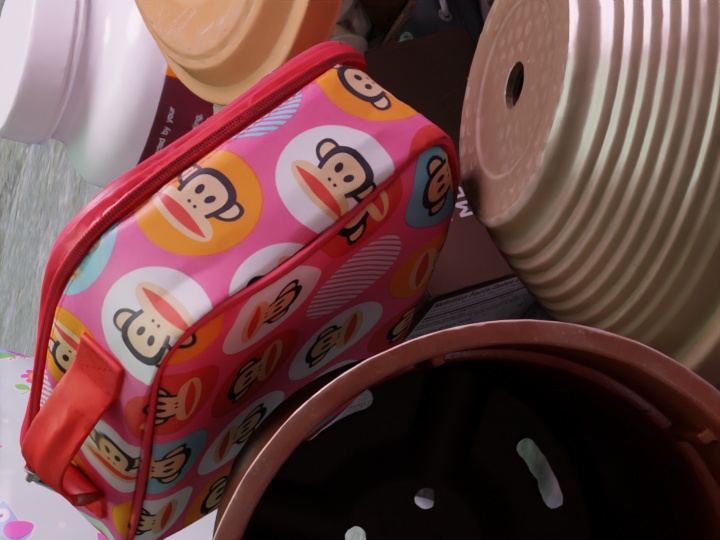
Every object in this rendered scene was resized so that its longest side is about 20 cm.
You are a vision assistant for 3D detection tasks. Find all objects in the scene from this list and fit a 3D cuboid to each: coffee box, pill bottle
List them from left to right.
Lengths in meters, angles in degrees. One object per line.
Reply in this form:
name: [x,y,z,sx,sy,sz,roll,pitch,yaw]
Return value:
pill bottle: [-0.070,-0.085,1.368,0.113,0.200,0.113,-169,90,-72]
coffee box: [0.000,0.000,1.237,0.114,0.080,0.200,62,148,18]

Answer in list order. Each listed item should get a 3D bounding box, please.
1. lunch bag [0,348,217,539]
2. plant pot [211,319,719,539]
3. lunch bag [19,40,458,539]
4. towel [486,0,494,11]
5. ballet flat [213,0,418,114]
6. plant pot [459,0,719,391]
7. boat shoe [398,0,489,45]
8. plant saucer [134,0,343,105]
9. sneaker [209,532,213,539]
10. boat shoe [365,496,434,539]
lunch bag: [-0.123,0.139,1.436,0.200,0.170,0.122,-110,37,-64]
plant pot: [0.032,0.110,0.979,0.195,0.201,0.201,-163,85,-80]
lunch bag: [-0.056,0.023,1.062,0.176,0.082,0.200,-38,-17,-28]
towel: [0.098,-0.169,1.176,0.148,0.036,0.200,-101,28,-52]
ballet flat: [-0.005,-0.123,1.211,0.200,0.068,0.067,-56,-4,16]
plant pot: [0.096,-0.056,1.021,0.201,0.093,0.201,-169,90,-71]
boat shoe: [0.026,-0.105,1.311,0.073,0.062,0.200,124,152,-50]
plant saucer: [-0.059,-0.167,1.191,0.200,0.032,0.200,19,112,60]
sneaker: [-0.035,0.142,1.262,0.076,0.080,0.200,-56,-7,-22]
boat shoe: [-0.002,0.179,1.181,0.075,0.086,0.202,126,150,-52]
